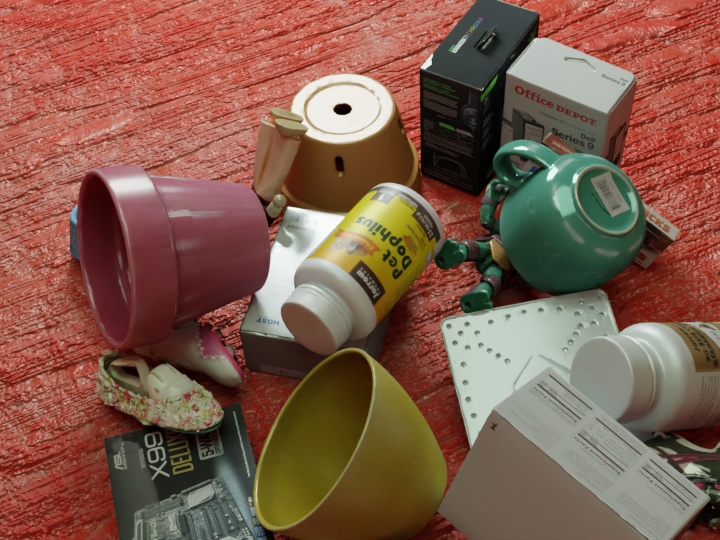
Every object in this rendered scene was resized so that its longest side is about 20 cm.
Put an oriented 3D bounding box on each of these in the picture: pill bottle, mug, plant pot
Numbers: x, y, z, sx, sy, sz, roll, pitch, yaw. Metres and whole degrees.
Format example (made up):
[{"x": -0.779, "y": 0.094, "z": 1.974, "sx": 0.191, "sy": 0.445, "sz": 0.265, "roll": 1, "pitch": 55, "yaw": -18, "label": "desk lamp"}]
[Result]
[{"x": 0.000, "y": 0.000, "z": 1.320, "sx": 0.109, "sy": 0.110, "sz": 0.200, "roll": 27, "pitch": 56, "yaw": 24, "label": "pill bottle"}, {"x": 0.323, "y": 0.112, "z": 1.250, "sx": 0.199, "sy": 0.115, "sz": 0.115, "roll": 1, "pitch": 42, "yaw": -35, "label": "pill bottle"}, {"x": 0.240, "y": -0.064, "z": 1.361, "sx": 0.184, "sy": 0.114, "sz": 0.153, "roll": 22, "pitch": 60, "yaw": -16, "label": "mug"}, {"x": 0.004, "y": 0.202, "z": 1.209, "sx": 0.141, "sy": 0.200, "sz": 0.201, "roll": 33, "pitch": 46, "yaw": -23, "label": "plant pot"}, {"x": -0.019, "y": -0.161, "z": 1.541, "sx": 0.198, "sy": 0.141, "sz": 0.201, "roll": -2, "pitch": 48, "yaw": 2, "label": "plant pot"}, {"x": -0.207, "y": -0.025, "z": 1.332, "sx": 0.178, "sy": 0.201, "sz": 0.200, "roll": -10, "pitch": 47, "yaw": -29, "label": "plant pot"}]

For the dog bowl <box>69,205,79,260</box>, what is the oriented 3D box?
[{"x": -0.288, "y": -0.046, "z": 1.484, "sx": 0.199, "sy": 0.050, "sz": 0.111, "roll": 20, "pitch": 40, "yaw": 35, "label": "dog bowl"}]

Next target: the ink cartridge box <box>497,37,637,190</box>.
[{"x": 0.256, "y": -0.173, "z": 1.492, "sx": 0.145, "sy": 0.201, "sz": 0.084, "roll": 26, "pitch": 55, "yaw": 23, "label": "ink cartridge box"}]

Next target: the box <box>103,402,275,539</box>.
[{"x": -0.181, "y": 0.251, "z": 1.255, "sx": 0.156, "sy": 0.050, "sz": 0.201, "roll": -13, "pitch": 50, "yaw": -8, "label": "box"}]

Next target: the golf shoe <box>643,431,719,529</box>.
[{"x": 0.300, "y": 0.215, "z": 1.244, "sx": 0.198, "sy": 0.078, "sz": 0.089, "roll": 10, "pitch": 50, "yaw": 0, "label": "golf shoe"}]

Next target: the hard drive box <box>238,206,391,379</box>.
[{"x": -0.041, "y": 0.030, "z": 1.419, "sx": 0.154, "sy": 0.077, "sz": 0.201, "roll": 10, "pitch": 50, "yaw": 11, "label": "hard drive box"}]

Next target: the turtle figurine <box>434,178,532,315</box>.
[{"x": 0.179, "y": -0.024, "z": 1.437, "sx": 0.150, "sy": 0.101, "sz": 0.199, "roll": 47, "pitch": 46, "yaw": 13, "label": "turtle figurine"}]

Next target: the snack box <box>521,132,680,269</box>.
[{"x": 0.294, "y": -0.086, "z": 1.455, "sx": 0.199, "sy": 0.072, "sz": 0.024, "roll": 38, "pitch": 57, "yaw": 4, "label": "snack box"}]

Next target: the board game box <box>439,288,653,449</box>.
[{"x": 0.205, "y": 0.131, "z": 1.320, "sx": 0.198, "sy": 0.026, "sz": 0.202, "roll": -10, "pitch": 65, "yaw": -6, "label": "board game box"}]

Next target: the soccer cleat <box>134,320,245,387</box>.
[{"x": -0.214, "y": 0.089, "z": 1.392, "sx": 0.086, "sy": 0.070, "sz": 0.200, "roll": -38, "pitch": 51, "yaw": -16, "label": "soccer cleat"}]

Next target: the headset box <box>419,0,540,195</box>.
[{"x": 0.157, "y": -0.237, "z": 1.554, "sx": 0.092, "sy": 0.201, "sz": 0.174, "roll": 23, "pitch": 53, "yaw": 22, "label": "headset box"}]

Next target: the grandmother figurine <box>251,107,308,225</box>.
[{"x": -0.120, "y": -0.099, "z": 1.471, "sx": 0.060, "sy": 0.201, "sz": 0.121, "roll": 15, "pitch": 21, "yaw": -11, "label": "grandmother figurine"}]

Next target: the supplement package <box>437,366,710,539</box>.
[{"x": 0.202, "y": 0.228, "z": 1.149, "sx": 0.200, "sy": 0.157, "sz": 0.111, "roll": 40, "pitch": 39, "yaw": 22, "label": "supplement package"}]

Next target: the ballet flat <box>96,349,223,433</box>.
[{"x": -0.232, "y": 0.131, "z": 1.308, "sx": 0.199, "sy": 0.064, "sz": 0.075, "roll": 9, "pitch": 27, "yaw": 40, "label": "ballet flat"}]
